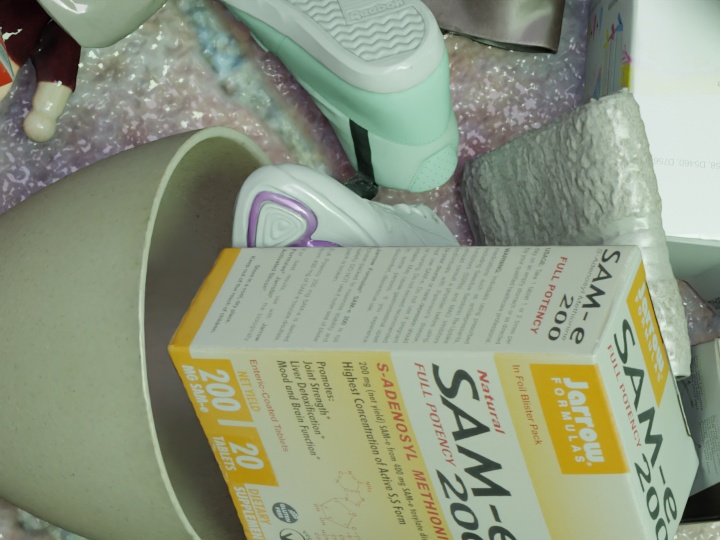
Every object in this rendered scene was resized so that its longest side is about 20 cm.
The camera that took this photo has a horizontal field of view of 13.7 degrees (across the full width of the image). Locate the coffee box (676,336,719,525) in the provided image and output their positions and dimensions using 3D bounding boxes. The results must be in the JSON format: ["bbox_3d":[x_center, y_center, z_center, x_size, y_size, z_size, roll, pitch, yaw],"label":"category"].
[{"bbox_3d":[0.187,0.072,1.384,0.113,0.200,0.080,-6,84,-13],"label":"coffee box"}]

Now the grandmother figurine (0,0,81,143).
[{"bbox_3d":[-0.185,-0.114,1.448,0.200,0.061,0.121,-45,98,-12],"label":"grandmother figurine"}]

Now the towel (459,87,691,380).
[{"bbox_3d":[0.095,-0.003,1.391,0.034,0.200,0.133,-10,84,-18],"label":"towel"}]

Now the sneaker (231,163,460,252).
[{"bbox_3d":[0.000,0.000,1.400,0.075,0.200,0.100,-19,50,22],"label":"sneaker"}]

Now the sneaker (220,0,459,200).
[{"bbox_3d":[-0.025,-0.113,1.456,0.074,0.118,0.200,-33,52,-14],"label":"sneaker"}]

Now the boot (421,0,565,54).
[{"bbox_3d":[0.027,-0.207,1.472,0.199,0.072,0.167,17,88,4],"label":"boot"}]

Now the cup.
[{"bbox_3d":[-0.120,0.039,1.382,0.143,0.200,0.201,-4,83,21],"label":"cup"}]

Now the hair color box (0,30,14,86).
[{"bbox_3d":[-0.225,-0.184,1.390,0.064,0.111,0.200,-21,67,1],"label":"hair color box"}]

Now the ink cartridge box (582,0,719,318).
[{"bbox_3d":[0.176,-0.075,1.441,0.125,0.129,0.201,6,82,-5],"label":"ink cartridge box"}]

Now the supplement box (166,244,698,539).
[{"bbox_3d":[0.033,0.059,1.296,0.199,0.126,0.074,-1,40,26],"label":"supplement box"}]

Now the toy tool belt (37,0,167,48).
[{"bbox_3d":[-0.123,-0.205,1.351,0.123,0.125,0.200,-31,125,13],"label":"toy tool belt"}]
